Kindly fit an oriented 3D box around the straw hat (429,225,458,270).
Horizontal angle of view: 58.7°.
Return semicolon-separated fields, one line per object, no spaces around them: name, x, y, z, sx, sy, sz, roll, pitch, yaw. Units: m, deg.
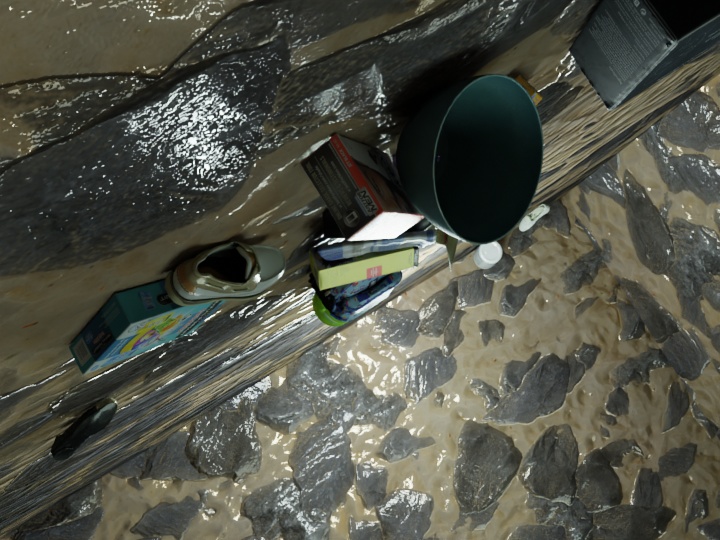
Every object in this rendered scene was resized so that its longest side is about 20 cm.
straw hat;0.174;-0.099;1.387;0.083;0.206;0.201;11;176;7

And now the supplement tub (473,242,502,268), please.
supplement tub;0.696;-0.087;3.504;0.130;0.133;0.200;-31;173;-4

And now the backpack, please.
backpack;0.000;0.000;1.329;0.181;0.136;0.200;-30;169;-23

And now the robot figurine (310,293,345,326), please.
robot figurine;-0.041;0.065;1.605;0.199;0.117;0.174;-37;164;33

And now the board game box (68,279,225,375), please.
board game box;-0.287;0.065;0.909;0.150;0.047;0.199;-38;170;34

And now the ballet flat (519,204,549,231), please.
ballet flat;0.937;-0.295;3.480;0.199;0.070;0.069;-40;170;20

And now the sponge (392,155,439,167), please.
sponge;0.110;-0.177;1.057;0.110;0.030;0.200;-32;173;2

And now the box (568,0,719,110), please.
box;0.429;-0.356;0.884;0.198;0.125;0.197;-32;171;-8

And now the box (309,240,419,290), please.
box;0.007;-0.024;1.196;0.196;0.076;0.051;-13;130;-15

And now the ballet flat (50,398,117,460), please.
ballet flat;-0.592;0.329;1.360;0.199;0.057;0.066;-40;143;14

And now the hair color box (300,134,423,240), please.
hair color box;0.011;-0.102;0.831;0.063;0.112;0.199;-35;172;20

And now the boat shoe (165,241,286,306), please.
boat shoe;-0.168;0.000;0.881;0.068;0.076;0.199;-31;174;38

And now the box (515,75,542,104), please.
box;0.200;-0.212;1.013;0.201;0.041;0.119;-50;171;22

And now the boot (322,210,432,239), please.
boot;0.039;-0.090;1.085;0.162;0.067;0.200;-17;174;17

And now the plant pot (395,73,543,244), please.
plant pot;0.121;-0.147;0.829;0.198;0.204;0.134;-27;-152;-30

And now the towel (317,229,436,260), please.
towel;0.027;-0.041;1.076;0.195;0.024;0.147;-8;179;-2
